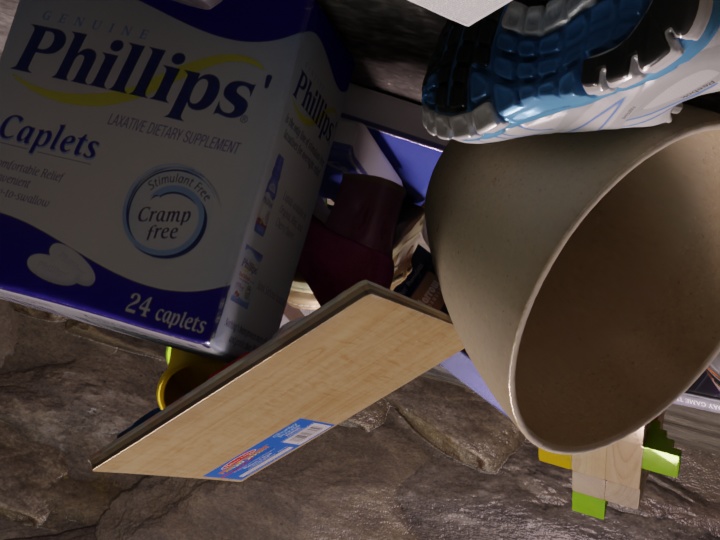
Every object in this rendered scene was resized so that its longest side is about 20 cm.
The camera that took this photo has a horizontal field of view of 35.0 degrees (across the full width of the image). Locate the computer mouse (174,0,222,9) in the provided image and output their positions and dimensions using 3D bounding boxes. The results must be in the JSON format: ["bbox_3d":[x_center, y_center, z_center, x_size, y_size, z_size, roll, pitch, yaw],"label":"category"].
[{"bbox_3d":[-0.156,-0.183,0.536,0.198,0.047,0.140,24,-178,37],"label":"computer mouse"}]

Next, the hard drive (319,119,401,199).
[{"bbox_3d":[-0.079,-0.090,0.794,0.197,0.026,0.132,15,171,17],"label":"hard drive"}]

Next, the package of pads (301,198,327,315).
[{"bbox_3d":[-0.115,-0.028,0.954,0.198,0.156,0.068,23,-139,32],"label":"package of pads"}]

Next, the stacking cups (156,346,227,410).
[{"bbox_3d":[-0.094,0.022,0.780,0.060,0.061,0.201,17,-147,-10],"label":"stacking cups"}]

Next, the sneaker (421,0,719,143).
[{"bbox_3d":[0.105,-0.091,0.541,0.086,0.076,0.199,15,173,-31],"label":"sneaker"}]

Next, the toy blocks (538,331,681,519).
[{"bbox_3d":[0.195,0.066,0.819,0.099,0.137,0.202,13,139,21],"label":"toy blocks"}]

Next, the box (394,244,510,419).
[{"bbox_3d":[0.104,0.049,0.982,0.199,0.121,0.033,36,129,2],"label":"box"}]

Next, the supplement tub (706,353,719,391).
[{"bbox_3d":[0.288,0.032,0.787,0.121,0.124,0.200,12,169,26],"label":"supplement tub"}]

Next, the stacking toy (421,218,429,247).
[{"bbox_3d":[0.123,-0.001,0.940,0.199,0.147,0.146,39,-176,31],"label":"stacking toy"}]

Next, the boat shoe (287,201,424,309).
[{"bbox_3d":[0.000,0.000,0.853,0.073,0.067,0.200,11,-160,23],"label":"boat shoe"}]

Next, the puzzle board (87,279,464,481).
[{"bbox_3d":[-0.041,0.070,0.671,0.199,0.018,0.150,-32,155,20],"label":"puzzle board"}]

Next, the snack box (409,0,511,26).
[{"bbox_3d":[-0.014,-0.160,0.432,0.198,0.038,0.116,20,170,-19],"label":"snack box"}]

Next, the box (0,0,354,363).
[{"bbox_3d":[-0.121,-0.065,0.666,0.181,0.203,0.105,13,171,16],"label":"box"}]

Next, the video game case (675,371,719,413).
[{"bbox_3d":[0.300,0.063,0.955,0.198,0.143,0.019,10,132,35],"label":"video game case"}]

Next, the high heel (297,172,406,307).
[{"bbox_3d":[-0.047,-0.013,0.749,0.067,0.098,0.199,22,170,-30],"label":"high heel"}]

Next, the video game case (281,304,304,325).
[{"bbox_3d":[-0.141,0.002,0.934,0.200,0.018,0.143,48,139,9],"label":"video game case"}]

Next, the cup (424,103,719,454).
[{"bbox_3d":[0.117,-0.020,0.651,0.199,0.202,0.143,25,-169,-47],"label":"cup"}]

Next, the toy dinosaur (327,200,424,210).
[{"bbox_3d":[-0.029,0.000,1.014,0.085,0.202,0.135,27,-177,-17],"label":"toy dinosaur"}]

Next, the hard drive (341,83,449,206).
[{"bbox_3d":[0.002,-0.092,0.852,0.130,0.026,0.200,17,171,-5],"label":"hard drive"}]
